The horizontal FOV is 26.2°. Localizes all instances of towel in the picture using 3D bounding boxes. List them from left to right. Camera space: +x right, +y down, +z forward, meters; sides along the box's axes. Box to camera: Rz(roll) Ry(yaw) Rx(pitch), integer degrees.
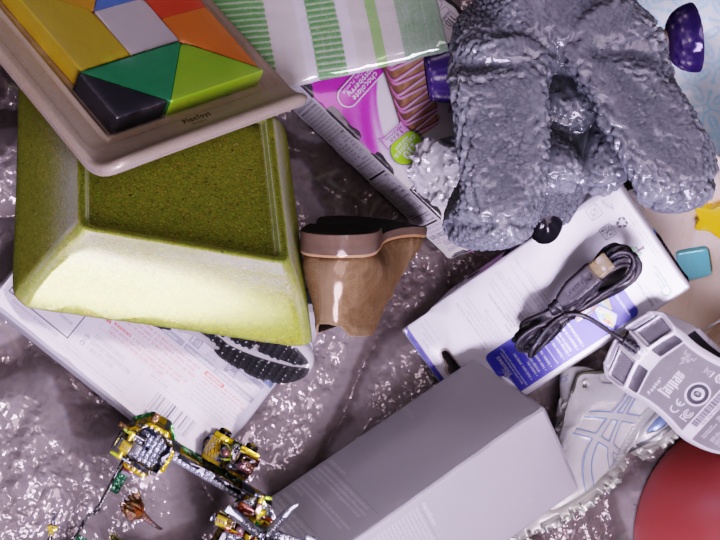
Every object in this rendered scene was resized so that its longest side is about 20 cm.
[{"bbox_3d":[-0.047,-0.203,1.126,0.199,0.023,0.153,-13,72,5],"label":"towel"}]

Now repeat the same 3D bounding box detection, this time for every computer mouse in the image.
[{"bbox_3d":[0.217,0.066,1.138,0.200,0.044,0.110,36,106,-17],"label":"computer mouse"}]

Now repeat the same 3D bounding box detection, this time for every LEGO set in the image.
[{"bbox_3d":[-0.139,0.200,1.030,0.154,0.116,0.200,39,92,-7],"label":"LEGO set"}]

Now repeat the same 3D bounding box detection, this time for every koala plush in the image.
[{"bbox_3d":[0.122,-0.093,1.055,0.177,0.200,0.185,-11,77,-7],"label":"koala plush"}]

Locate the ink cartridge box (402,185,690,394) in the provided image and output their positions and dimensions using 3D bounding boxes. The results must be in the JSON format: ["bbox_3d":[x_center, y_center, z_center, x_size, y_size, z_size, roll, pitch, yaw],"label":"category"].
[{"bbox_3d":[0.139,0.025,1.171,0.200,0.039,0.100,-34,95,13],"label":"ink cartridge box"}]

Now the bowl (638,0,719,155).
[{"bbox_3d":[0.260,-0.176,1.208,0.200,0.200,0.108,42,33,-8],"label":"bowl"}]

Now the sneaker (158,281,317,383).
[{"bbox_3d":[-0.114,0.002,1.074,0.200,0.074,0.080,30,53,-10],"label":"sneaker"}]

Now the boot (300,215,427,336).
[{"bbox_3d":[0.000,0.000,1.097,0.073,0.200,0.076,2,98,15],"label":"boot"}]

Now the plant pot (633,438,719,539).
[{"bbox_3d":[0.331,0.208,1.161,0.200,0.177,0.201,2,84,-16],"label":"plant pot"}]

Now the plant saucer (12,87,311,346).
[{"bbox_3d":[-0.126,-0.054,1.030,0.199,0.048,0.200,9,48,-21],"label":"plant saucer"}]

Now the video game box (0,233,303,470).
[{"bbox_3d":[-0.135,0.015,1.116,0.200,0.047,0.182,40,77,-8],"label":"video game box"}]

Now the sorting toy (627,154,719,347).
[{"bbox_3d":[0.263,-0.032,1.176,0.180,0.200,0.107,36,54,-8],"label":"sorting toy"}]

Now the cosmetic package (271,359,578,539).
[{"bbox_3d":[0.042,0.161,1.103,0.200,0.107,0.090,-30,117,-12],"label":"cosmetic package"}]

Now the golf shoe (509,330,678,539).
[{"bbox_3d":[0.170,0.126,1.186,0.200,0.078,0.097,-35,83,-24],"label":"golf shoe"}]

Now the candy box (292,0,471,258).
[{"bbox_3d":[0.048,-0.126,1.176,0.200,0.061,0.136,43,75,-8],"label":"candy box"}]

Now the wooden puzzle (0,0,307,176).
[{"bbox_3d":[-0.158,-0.157,1.045,0.185,0.037,0.200,-26,63,-42],"label":"wooden puzzle"}]

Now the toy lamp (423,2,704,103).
[{"bbox_3d":[0.146,-0.155,1.128,0.199,0.058,0.058,-7,85,0],"label":"toy lamp"}]
